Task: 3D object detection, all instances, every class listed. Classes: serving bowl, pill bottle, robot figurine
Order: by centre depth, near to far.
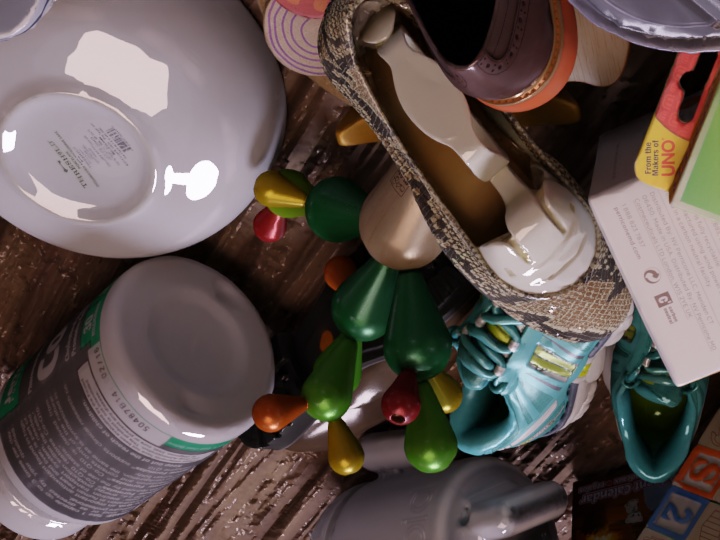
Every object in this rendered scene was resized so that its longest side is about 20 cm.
[{"bbox_3d":[-0.141,-0.078,0.846,0.198,0.066,0.201,5,131,6],"label":"serving bowl"},{"bbox_3d":[-0.148,0.084,0.953,0.113,0.114,0.200,35,135,-19],"label":"pill bottle"},{"bbox_3d":[0.044,0.180,0.990,0.112,0.171,0.199,-6,169,-44],"label":"robot figurine"}]

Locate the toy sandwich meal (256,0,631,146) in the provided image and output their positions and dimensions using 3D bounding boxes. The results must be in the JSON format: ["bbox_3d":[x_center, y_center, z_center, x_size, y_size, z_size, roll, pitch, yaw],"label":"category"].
[{"bbox_3d":[0.040,-0.132,0.756,0.203,0.071,0.206,6,132,7],"label":"toy sandwich meal"}]

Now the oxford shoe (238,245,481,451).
[{"bbox_3d":[0.016,0.038,0.927,0.084,0.073,0.200,18,134,-41],"label":"oxford shoe"}]

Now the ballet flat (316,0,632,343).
[{"bbox_3d":[0.052,-0.045,0.707,0.068,0.075,0.200,-40,94,-2],"label":"ballet flat"}]

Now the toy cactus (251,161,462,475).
[{"bbox_3d":[0.000,0.000,0.804,0.101,0.201,0.166,4,134,-26],"label":"toy cactus"}]

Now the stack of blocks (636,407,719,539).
[{"bbox_3d":[0.215,0.159,0.862,0.115,0.201,0.059,16,154,47],"label":"stack of blocks"}]

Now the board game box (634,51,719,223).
[{"bbox_3d":[0.218,-0.044,0.644,0.198,0.030,0.096,21,109,6],"label":"board game box"}]

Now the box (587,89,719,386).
[{"bbox_3d":[0.214,-0.046,0.724,0.199,0.124,0.098,-24,101,18],"label":"box"}]

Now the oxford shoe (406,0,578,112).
[{"bbox_3d":[0.035,-0.166,0.656,0.071,0.202,0.072,-25,166,26],"label":"oxford shoe"}]

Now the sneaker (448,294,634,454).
[{"bbox_3d":[0.087,0.030,0.829,0.079,0.078,0.201,-24,143,-22],"label":"sneaker"}]

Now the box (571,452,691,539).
[{"bbox_3d":[0.219,0.165,0.937,0.199,0.138,0.039,-19,130,25],"label":"box"}]

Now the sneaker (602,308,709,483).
[{"bbox_3d":[0.169,0.032,0.869,0.077,0.080,0.201,1,130,10],"label":"sneaker"}]

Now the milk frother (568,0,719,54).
[{"bbox_3d":[0.156,-0.214,0.578,0.179,0.189,0.201,3,134,4],"label":"milk frother"}]

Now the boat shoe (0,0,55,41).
[{"bbox_3d":[-0.134,-0.205,0.731,0.074,0.086,0.204,17,103,2],"label":"boat shoe"}]
